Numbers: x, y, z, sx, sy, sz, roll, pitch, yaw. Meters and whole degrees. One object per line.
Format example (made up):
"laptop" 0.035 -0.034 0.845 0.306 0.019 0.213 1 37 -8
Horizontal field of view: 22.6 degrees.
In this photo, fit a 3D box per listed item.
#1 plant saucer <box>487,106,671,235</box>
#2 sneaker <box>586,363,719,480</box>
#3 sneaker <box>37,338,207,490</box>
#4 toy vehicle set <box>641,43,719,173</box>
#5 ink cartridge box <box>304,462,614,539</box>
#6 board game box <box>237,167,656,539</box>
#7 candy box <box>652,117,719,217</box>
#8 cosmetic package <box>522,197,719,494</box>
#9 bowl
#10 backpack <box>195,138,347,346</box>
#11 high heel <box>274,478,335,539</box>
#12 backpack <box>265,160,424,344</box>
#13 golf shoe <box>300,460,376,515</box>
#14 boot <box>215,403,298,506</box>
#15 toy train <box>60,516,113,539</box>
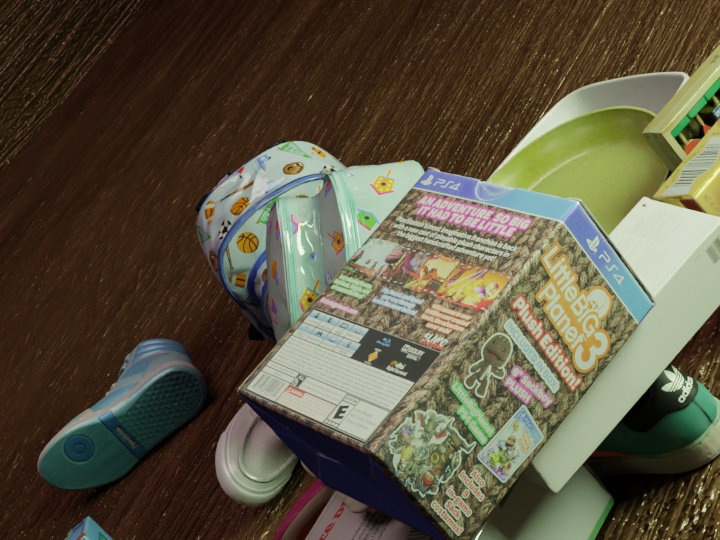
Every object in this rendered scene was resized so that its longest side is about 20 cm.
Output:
"plant saucer" 0.159 -0.044 1.384 0.200 0.031 0.200 -30 31 20
"sneaker" 0.154 0.100 1.223 0.200 0.080 0.071 -20 32 44
"sneaker" -0.252 0.148 1.909 0.200 0.080 0.131 -31 22 3
"toy vehicle set" 0.310 -0.125 1.333 0.200 0.124 0.027 -48 20 -15
"ink cartridge box" 0.052 0.191 1.225 0.200 0.084 0.146 -17 30 51
"board game box" 0.051 0.048 1.115 0.200 0.097 0.159 -49 31 -15
"candy box" 0.309 -0.080 1.254 0.200 0.117 0.056 -49 20 -16
"cosmetic package" 0.155 0.045 1.153 0.200 0.051 0.083 -47 32 -12
"bowl" 0.194 -0.074 1.523 0.200 0.075 0.200 -50 21 -18
"backpack" -0.058 -0.021 1.722 0.200 0.191 0.154 -43 36 0
"high heel" 0.001 0.155 1.422 0.200 0.067 0.096 -33 26 -18
"backpack" 0.000 0.000 1.486 0.200 0.153 0.176 142 124 -71
"golf shoe" -0.019 0.106 1.284 0.075 0.092 0.200 -42 15 -9
"boot" -0.061 0.114 1.588 0.096 0.074 0.200 -54 7 39
"toy train" -0.288 0.317 1.622 0.200 0.087 0.114 -43 10 5
